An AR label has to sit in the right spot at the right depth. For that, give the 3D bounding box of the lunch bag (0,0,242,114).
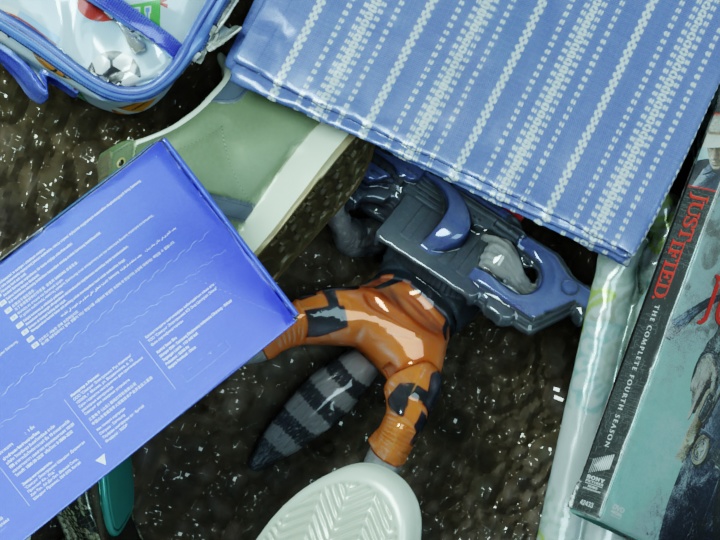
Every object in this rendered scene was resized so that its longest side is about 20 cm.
[{"bbox_3d":[-0.132,-0.165,0.993,0.200,0.076,0.161,34,81,-6],"label":"lunch bag"}]

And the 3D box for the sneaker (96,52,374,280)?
[{"bbox_3d":[-0.088,-0.013,1.011,0.090,0.067,0.200,38,76,17],"label":"sneaker"}]

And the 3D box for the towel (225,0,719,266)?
[{"bbox_3d":[0.057,-0.104,0.996,0.199,0.024,0.145,25,78,5],"label":"towel"}]

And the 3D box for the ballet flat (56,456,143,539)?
[{"bbox_3d":[-0.125,0.126,1.049,0.075,0.068,0.201,-15,102,8],"label":"ballet flat"}]

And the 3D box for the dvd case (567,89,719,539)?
[{"bbox_3d":[0.172,0.035,1.019,0.146,0.022,0.201,30,77,-44],"label":"dvd case"}]

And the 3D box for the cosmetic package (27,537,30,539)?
[{"bbox_3d":[-0.206,0.110,0.991,0.107,0.085,0.201,1,94,-40],"label":"cosmetic package"}]

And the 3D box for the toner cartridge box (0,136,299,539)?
[{"bbox_3d":[-0.131,0.044,0.923,0.200,0.043,0.095,-38,94,-14],"label":"toner cartridge box"}]

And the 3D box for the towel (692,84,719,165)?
[{"bbox_3d":[0.181,0.006,1.097,0.022,0.147,0.201,-1,107,16],"label":"towel"}]

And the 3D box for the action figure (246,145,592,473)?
[{"bbox_3d":[0.000,0.000,1.081,0.200,0.105,0.194,41,73,11],"label":"action figure"}]

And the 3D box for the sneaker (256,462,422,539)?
[{"bbox_3d":[-0.015,0.168,1.041,0.084,0.075,0.201,-12,134,-56],"label":"sneaker"}]

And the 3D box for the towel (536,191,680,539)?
[{"bbox_3d":[0.129,0.065,1.077,0.048,0.171,0.201,12,90,12],"label":"towel"}]

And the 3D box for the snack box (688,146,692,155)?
[{"bbox_3d":[0.209,-0.150,1.159,0.200,0.024,0.072,-43,105,-11],"label":"snack box"}]
